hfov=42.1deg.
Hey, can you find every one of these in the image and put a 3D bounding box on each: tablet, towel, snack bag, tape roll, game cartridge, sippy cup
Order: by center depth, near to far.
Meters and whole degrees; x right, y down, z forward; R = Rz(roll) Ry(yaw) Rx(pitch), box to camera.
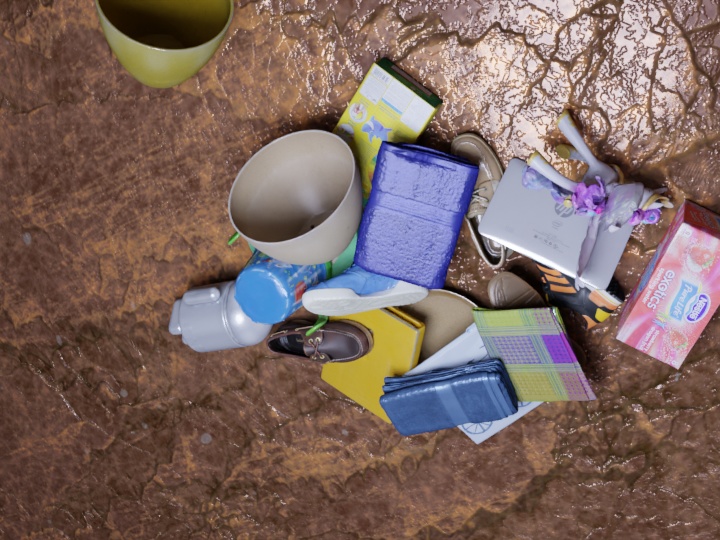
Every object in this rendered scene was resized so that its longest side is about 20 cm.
[{"bbox_3d":[0.281,-0.068,1.332,0.198,0.131,0.014,26,165,9],"label":"tablet"},{"bbox_3d":[0.078,-0.082,1.362,0.146,0.050,0.202,16,112,3],"label":"towel"},{"bbox_3d":[0.255,0.126,1.382,0.142,0.023,0.201,-5,129,37],"label":"towel"},{"bbox_3d":[0.136,0.197,1.446,0.198,0.049,0.112,-14,128,19],"label":"towel"},{"bbox_3d":[-0.129,0.016,1.462,0.176,0.130,0.141,19,119,13],"label":"sippy cup"},{"bbox_3d":[0.188,0.176,1.476,0.200,0.022,0.188,40,119,-22],"label":"snack bag"},{"bbox_3d":[-0.090,-0.070,1.511,0.198,0.048,0.203,9,117,18],"label":"tape roll"},{"bbox_3d":[0.017,0.136,1.538,0.175,0.032,0.202,30,128,29],"label":"game cartridge"}]

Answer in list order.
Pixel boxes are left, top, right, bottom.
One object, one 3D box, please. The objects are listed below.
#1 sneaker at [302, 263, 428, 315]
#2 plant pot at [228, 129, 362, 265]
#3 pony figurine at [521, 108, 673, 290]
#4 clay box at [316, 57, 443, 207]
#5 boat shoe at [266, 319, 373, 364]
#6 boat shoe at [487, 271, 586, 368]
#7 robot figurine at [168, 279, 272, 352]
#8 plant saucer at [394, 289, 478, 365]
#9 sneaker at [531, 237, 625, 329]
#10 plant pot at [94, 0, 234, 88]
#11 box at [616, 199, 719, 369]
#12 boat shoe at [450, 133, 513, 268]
[{"bbox_3d":[0.000,0.001,1.444,0.198,0.112,0.077,-8,158,-12],"label":"sneaker"},{"bbox_3d":[-0.076,-0.087,1.381,0.198,0.202,0.135,-4,147,23],"label":"plant pot"},{"bbox_3d":[0.314,-0.100,1.260,0.199,0.193,0.167,36,144,5],"label":"pony figurine"},{"bbox_3d":[0.023,-0.202,1.405,0.115,0.048,0.201,37,122,3],"label":"clay box"},{"bbox_3d":[-0.070,0.122,1.540,0.199,0.070,0.071,-3,105,42],"label":"boat shoe"},{"bbox_3d":[0.261,0.077,1.420,0.072,0.072,0.200,-45,102,7],"label":"boat shoe"},{"bbox_3d":[-0.230,0.077,1.596,0.198,0.114,0.170,-10,150,26],"label":"robot figurine"},{"bbox_3d":[0.133,0.115,1.511,0.198,0.035,0.202,9,116,19],"label":"plant saucer"},{"bbox_3d":[0.288,0.009,1.380,0.199,0.070,0.090,37,120,1],"label":"sneaker"},{"bbox_3d":[-0.297,-0.359,1.400,0.199,0.201,0.142,35,148,4],"label":"plant pot"},{"bbox_3d":[0.449,0.021,1.305,0.102,0.095,0.201,27,120,8],"label":"box"},{"bbox_3d":[0.181,-0.102,1.375,0.071,0.065,0.202,-15,107,27],"label":"boat shoe"}]
